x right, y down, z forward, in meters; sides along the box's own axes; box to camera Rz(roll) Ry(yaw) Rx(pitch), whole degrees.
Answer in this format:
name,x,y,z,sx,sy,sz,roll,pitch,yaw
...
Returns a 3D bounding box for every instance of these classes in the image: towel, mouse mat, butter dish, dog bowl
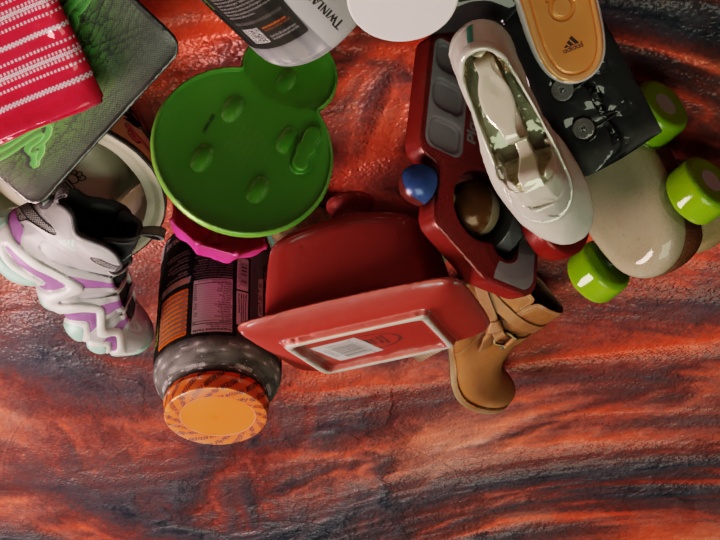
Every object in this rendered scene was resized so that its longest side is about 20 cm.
name,x,y,z,sx,sy,sz,roll,pitch,yaw
towel,-0.303,-0.196,1.040,0.144,0.023,0.201,-17,113,16
mouse mat,-0.263,-0.167,1.071,0.161,0.008,0.200,42,112,-13
butter dish,0.000,0.000,1.194,0.199,0.148,0.200,-14,163,12
dog bowl,-0.273,-0.089,1.194,0.199,0.074,0.200,-1,140,-1

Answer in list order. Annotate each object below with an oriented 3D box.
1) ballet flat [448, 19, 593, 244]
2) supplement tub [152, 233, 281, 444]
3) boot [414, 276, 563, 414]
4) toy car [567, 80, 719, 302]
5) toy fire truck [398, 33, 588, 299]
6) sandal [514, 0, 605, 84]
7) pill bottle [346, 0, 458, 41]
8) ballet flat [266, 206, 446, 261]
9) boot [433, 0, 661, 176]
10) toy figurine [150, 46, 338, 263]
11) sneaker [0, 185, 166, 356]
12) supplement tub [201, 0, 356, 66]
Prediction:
name,x,y,z,sx,sy,sz,roll,pitch,yaw
ballet flat,0.122,-0.097,1.029,0.069,0.069,0.200,-21,109,21
supplement tub,-0.136,0.057,1.279,0.122,0.201,0.123,-1,141,-1
boot,0.151,0.068,1.422,0.155,0.077,0.200,-31,126,24
toy car,0.290,-0.075,1.230,0.200,0.158,0.164,-9,155,-41
toy fire truck,0.103,-0.084,1.133,0.168,0.201,0.112,21,156,-31
sandal,0.140,-0.237,0.981,0.079,0.059,0.207,-24,104,0
pill bottle,0.024,-0.251,0.914,0.104,0.201,0.104,-2,141,-2
ballet flat,-0.003,-0.016,1.304,0.199,0.065,0.071,12,141,-17
boot,0.127,-0.160,1.073,0.164,0.066,0.200,-24,109,24
toy figurine,-0.105,-0.089,1.165,0.150,0.200,0.184,28,156,-4
sneaker,-0.219,-0.002,1.184,0.140,0.078,0.200,-24,136,25
supplement tub,-0.087,-0.252,0.969,0.122,0.123,0.200,-26,136,26
